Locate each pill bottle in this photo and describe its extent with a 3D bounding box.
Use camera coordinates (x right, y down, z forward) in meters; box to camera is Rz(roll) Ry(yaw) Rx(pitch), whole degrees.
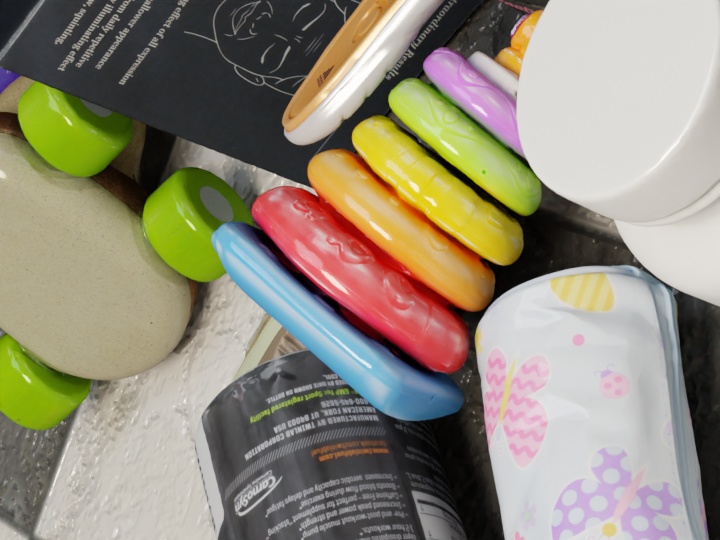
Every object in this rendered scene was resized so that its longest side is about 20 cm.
[{"bbox_3d":[-0.001,0.139,1.028,0.106,0.106,0.201,-44,45,30],"label":"pill bottle"},{"bbox_3d":[0.154,-0.039,0.840,0.119,0.199,0.120,-23,58,43],"label":"pill bottle"}]

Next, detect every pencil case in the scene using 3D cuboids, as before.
[{"bbox_3d":[0.098,0.097,0.945,0.091,0.083,0.201,-42,45,40],"label":"pencil case"}]

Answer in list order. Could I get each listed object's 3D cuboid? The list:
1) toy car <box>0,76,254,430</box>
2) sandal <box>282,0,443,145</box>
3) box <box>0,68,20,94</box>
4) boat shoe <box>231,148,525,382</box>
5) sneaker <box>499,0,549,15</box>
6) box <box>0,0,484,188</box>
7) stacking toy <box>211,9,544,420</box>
[{"bbox_3d":[-0.144,-0.048,1.298,0.164,0.158,0.200,-41,18,28],"label":"toy car"},{"bbox_3d":[0.020,-0.144,0.995,0.207,0.059,0.079,-51,17,8],"label":"sandal"},{"bbox_3d":[-0.260,-0.165,1.368,0.192,0.122,0.201,30,84,44],"label":"box"},{"bbox_3d":[0.000,0.000,1.124,0.200,0.071,0.076,-45,29,27],"label":"boat shoe"},{"bbox_3d":[0.119,-0.149,1.016,0.199,0.095,0.079,-21,58,43],"label":"sneaker"},{"bbox_3d":[-0.063,-0.149,1.151,0.149,0.199,0.107,-48,42,25],"label":"box"},{"bbox_3d":[0.042,-0.047,1.001,0.110,0.116,0.200,41,96,19],"label":"stacking toy"}]
